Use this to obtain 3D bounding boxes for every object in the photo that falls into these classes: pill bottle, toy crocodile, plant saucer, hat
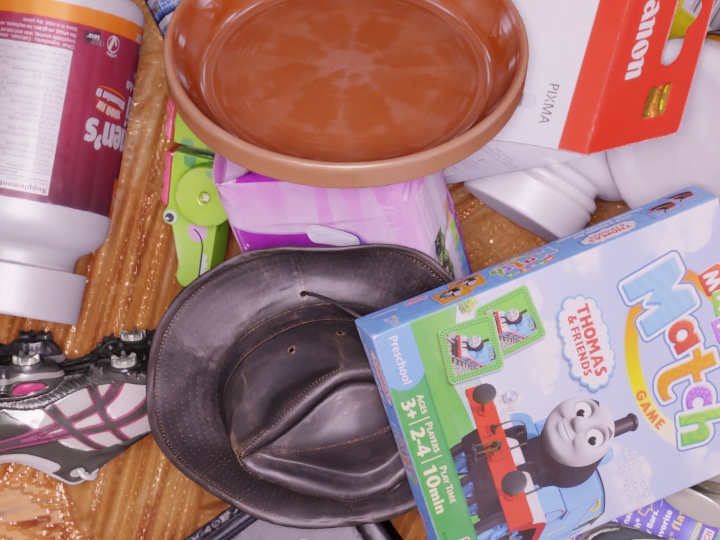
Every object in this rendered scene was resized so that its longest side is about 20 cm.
[{"bbox_3d":[0.241,-0.087,1.107,0.199,0.116,0.117,-16,85,-43],"label":"pill bottle"},{"bbox_3d":[-0.092,-0.088,1.154,0.061,0.068,0.201,12,113,9],"label":"toy crocodile"},{"bbox_3d":[-0.008,-0.114,1.055,0.199,0.032,0.201,1,46,-1],"label":"plant saucer"},{"bbox_3d":[0.144,-0.119,1.162,0.109,0.109,0.201,30,88,4],"label":"pill bottle"},{"bbox_3d":[-0.020,0.081,1.049,0.199,0.081,0.202,-1,117,-2],"label":"hat"},{"bbox_3d":[-0.201,-0.072,1.176,0.109,0.110,0.201,9,88,3],"label":"pill bottle"}]

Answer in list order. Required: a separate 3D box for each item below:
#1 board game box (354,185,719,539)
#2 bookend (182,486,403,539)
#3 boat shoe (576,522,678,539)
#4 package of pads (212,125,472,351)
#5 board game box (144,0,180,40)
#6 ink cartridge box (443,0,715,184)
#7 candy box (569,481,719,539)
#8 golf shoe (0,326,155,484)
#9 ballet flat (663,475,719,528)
[{"bbox_3d":[0.114,0.061,1.021,0.199,0.037,0.152,-22,108,-10],"label":"board game box"},{"bbox_3d":[-0.031,0.229,1.160,0.198,0.092,0.200,-35,87,0],"label":"bookend"},{"bbox_3d":[0.216,0.195,1.089,0.199,0.062,0.073,18,88,1],"label":"boat shoe"},{"bbox_3d":[0.000,0.000,1.118,0.120,0.076,0.201,-2,131,21],"label":"package of pads"},{"bbox_3d":[-0.028,-0.173,1.198,0.199,0.062,0.201,-27,85,1],"label":"board game box"},{"bbox_3d":[0.111,-0.138,1.078,0.047,0.200,0.161,30,67,-31],"label":"ink cartridge box"},{"bbox_3d":[0.162,0.165,1.161,0.199,0.077,0.170,23,87,1],"label":"candy box"},{"bbox_3d":[-0.156,0.084,1.194,0.199,0.077,0.089,-1,107,5],"label":"golf shoe"},{"bbox_3d":[0.237,0.126,1.088,0.199,0.069,0.070,14,88,5],"label":"ballet flat"}]
